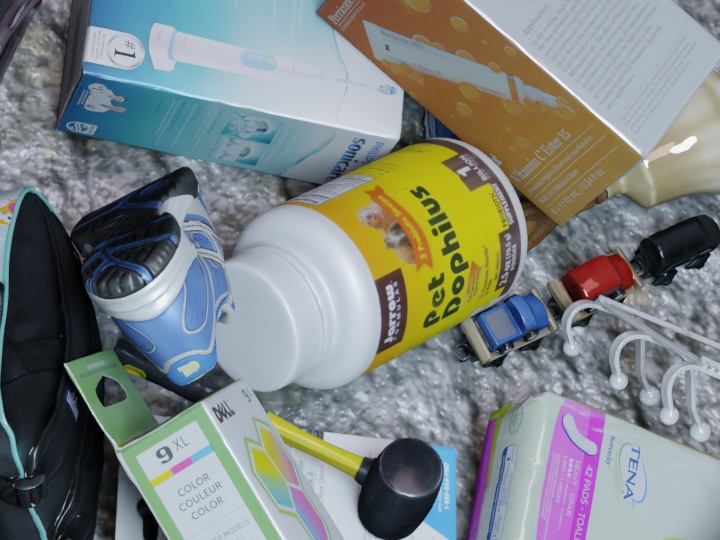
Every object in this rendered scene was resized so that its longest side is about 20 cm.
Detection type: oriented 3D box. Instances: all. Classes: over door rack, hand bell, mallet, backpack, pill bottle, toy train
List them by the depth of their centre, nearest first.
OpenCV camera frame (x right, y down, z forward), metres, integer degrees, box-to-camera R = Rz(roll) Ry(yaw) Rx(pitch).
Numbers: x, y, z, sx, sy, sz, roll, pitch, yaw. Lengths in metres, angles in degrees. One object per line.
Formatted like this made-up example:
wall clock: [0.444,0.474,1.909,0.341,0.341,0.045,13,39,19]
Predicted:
backpack: [-0.216,0.057,1.485,0.152,0.176,0.201,-3,53,14]
mallet: [-0.049,0.093,1.530,0.199,0.066,0.041,22,59,9]
pill bottle: [0.000,0.000,1.585,0.200,0.109,0.110,-27,78,-44]
over door rack: [0.234,0.075,1.635,0.199,0.148,0.067,9,102,-24]
toy train: [0.144,0.011,1.690,0.199,0.046,0.034,-24,78,-25]
hand bell: [0.140,-0.048,1.707,0.199,0.104,0.105,-27,78,-12]

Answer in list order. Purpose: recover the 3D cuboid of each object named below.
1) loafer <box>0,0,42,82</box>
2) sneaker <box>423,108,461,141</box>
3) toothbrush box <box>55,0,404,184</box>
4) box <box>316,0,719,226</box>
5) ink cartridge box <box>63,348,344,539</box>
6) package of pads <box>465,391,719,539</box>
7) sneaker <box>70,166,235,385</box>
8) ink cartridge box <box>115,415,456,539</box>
loafer: [-0.231,-0.096,1.603,0.063,0.072,0.201,16,62,-16]
sneaker: [0.100,-0.139,1.713,0.078,0.089,0.201,23,64,-6]
toothbrush box: [-0.074,-0.147,1.662,0.199,0.085,0.147,10,66,-14]
box: [0.092,-0.141,1.602,0.200,0.124,0.098,41,64,-2]
ink cartridge box: [-0.071,0.116,1.451,0.059,0.104,0.201,-32,88,11]
package of pads: [0.157,0.171,1.604,0.199,0.068,0.155,23,63,-21]
sneaker: [-0.110,0.002,1.484,0.075,0.200,0.077,-27,108,9]
ink cartridge box: [-0.049,0.154,1.558,0.199,0.068,0.117,8,65,-15]
